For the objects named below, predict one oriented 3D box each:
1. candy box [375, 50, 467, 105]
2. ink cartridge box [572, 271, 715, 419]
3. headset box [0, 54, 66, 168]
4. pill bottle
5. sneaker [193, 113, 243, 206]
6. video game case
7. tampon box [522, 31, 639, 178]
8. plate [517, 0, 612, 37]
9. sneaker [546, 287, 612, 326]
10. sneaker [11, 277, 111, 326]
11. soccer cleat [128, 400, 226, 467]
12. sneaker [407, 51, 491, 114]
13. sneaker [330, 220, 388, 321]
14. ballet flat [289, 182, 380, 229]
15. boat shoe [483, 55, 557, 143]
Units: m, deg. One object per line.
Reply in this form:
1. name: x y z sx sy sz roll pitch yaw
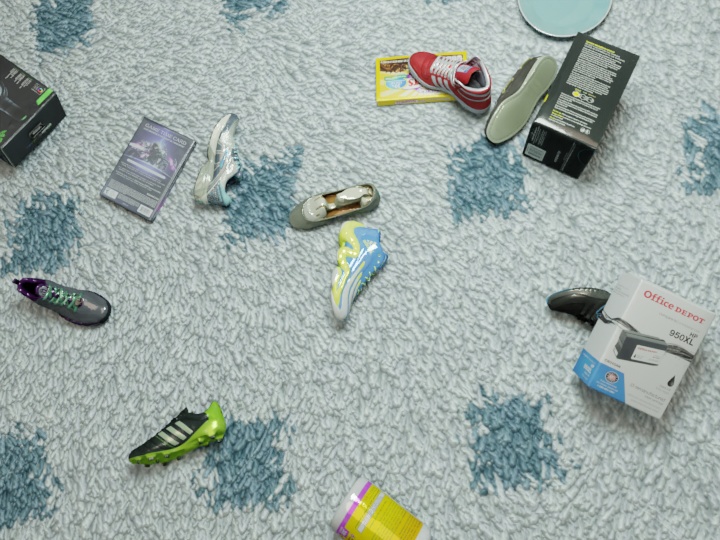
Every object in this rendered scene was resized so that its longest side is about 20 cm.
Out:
1. candy box: 0.130 -0.409 1.282 0.195 0.026 0.105 -2 80 7
2. ink cartridge box: 0.482 0.125 1.031 0.142 0.084 0.203 23 99 -1
3. headset box: -0.784 -0.354 1.323 0.198 0.093 0.175 34 68 0
4. pill bottle: 0.052 0.460 1.042 0.198 0.104 0.105 33 83 14
5. sneaker: -0.283 -0.231 1.281 0.085 0.078 0.204 16 86 -1
6. video game case: -0.467 -0.224 1.323 0.141 0.019 0.203 25 80 12
7. tampon box: 0.417 -0.313 1.154 0.125 0.150 0.203 26 81 12
8. plate: 0.433 -0.582 1.282 0.195 0.026 0.205 -2 77 7
9. sneaker: 0.440 0.080 1.097 0.195 0.073 0.084 6 79 10
10. sneaker: -0.617 0.063 1.238 0.196 0.088 0.076 14 78 11
11. soccer cleat: -0.353 0.317 1.160 0.196 0.068 0.082 -21 57 1
12. sneaker: 0.179 -0.398 1.201 0.198 0.112 0.072 34 87 11
13. sneaker: 0.000 0.000 1.176 0.103 0.076 0.205 4 76 8
14. ballet flat: -0.057 -0.137 1.222 0.196 0.064 0.069 -14 75 5
15. boat shoe: 0.318 -0.348 1.225 0.071 0.061 0.202 38 93 -30
